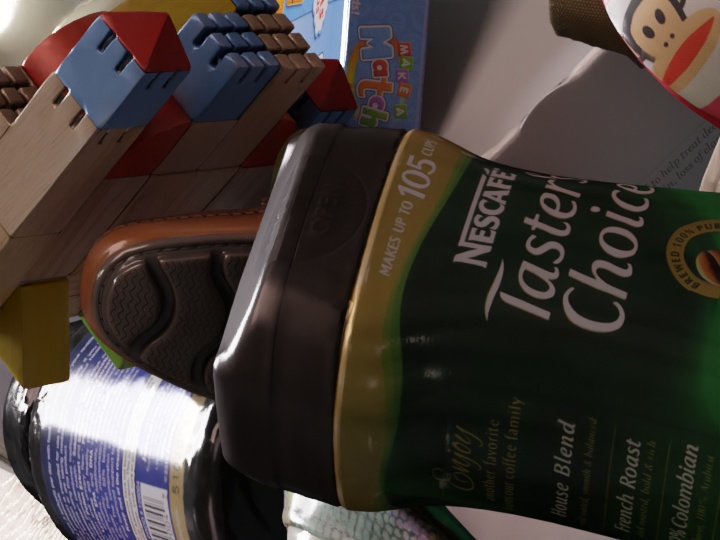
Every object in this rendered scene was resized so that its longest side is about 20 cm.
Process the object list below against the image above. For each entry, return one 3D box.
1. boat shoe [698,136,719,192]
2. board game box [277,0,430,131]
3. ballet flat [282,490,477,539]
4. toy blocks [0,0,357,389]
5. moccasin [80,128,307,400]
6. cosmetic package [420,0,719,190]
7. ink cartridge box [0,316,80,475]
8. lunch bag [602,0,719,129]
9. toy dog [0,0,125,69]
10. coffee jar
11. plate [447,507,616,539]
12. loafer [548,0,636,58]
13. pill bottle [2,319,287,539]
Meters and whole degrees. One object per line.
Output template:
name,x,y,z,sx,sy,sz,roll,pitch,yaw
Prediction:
boat shoe,0.118,0.019,0.774,0.073,0.062,0.201,30,93,20
board game box,-0.018,-0.065,0.951,0.200,0.036,0.152,176,99,-76
ballet flat,0.026,0.103,0.660,0.071,0.069,0.200,-51,47,-7
toy blocks,-0.073,-0.047,0.800,0.137,0.200,0.100,-47,71,27
moccasin,0.000,-0.001,0.789,0.078,0.201,0.074,50,140,48
cosmetic package,0.072,-0.088,0.926,0.113,0.081,0.200,-43,31,16
ink cartridge box,-0.177,0.015,1.164,0.146,0.083,0.200,-57,29,-11
lunch bag,0.122,-0.111,0.673,0.082,0.176,0.200,-54,29,34
toy dog,-0.140,-0.124,1.210,0.140,0.194,0.200,-47,50,18
coffee jar,0.064,0.022,0.631,0.199,0.086,0.105,9,51,9
plate,0.085,0.110,0.681,0.199,0.032,0.201,-9,50,30
loafer,0.091,-0.138,0.812,0.067,0.076,0.200,0,32,0
pill bottle,-0.059,0.068,0.901,0.200,0.112,0.112,7,62,57
